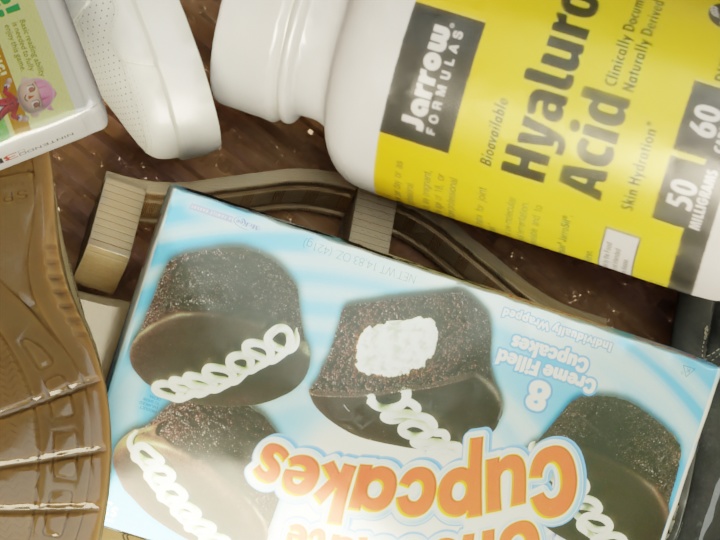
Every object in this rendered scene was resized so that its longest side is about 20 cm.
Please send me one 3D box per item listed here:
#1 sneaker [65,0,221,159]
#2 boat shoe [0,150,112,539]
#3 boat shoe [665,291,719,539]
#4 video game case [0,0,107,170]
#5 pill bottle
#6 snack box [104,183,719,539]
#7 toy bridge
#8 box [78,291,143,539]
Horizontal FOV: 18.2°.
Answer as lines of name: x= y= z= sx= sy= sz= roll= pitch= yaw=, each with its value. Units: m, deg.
sneaker: x=-0.136 y=-0.109 z=0.802 sx=0.115 sy=0.074 sz=0.201 roll=-25 pitch=76 yaw=-14
boat shoe: x=-0.120 y=0.031 z=0.749 sx=0.071 sy=0.065 sz=0.201 roll=-4 pitch=74 yaw=-7
boat shoe: x=0.126 y=0.088 z=0.826 sx=0.067 sy=0.072 sz=0.201 roll=12 pitch=80 yaw=30
video game case: x=-0.200 y=-0.103 z=0.746 sx=0.181 sy=0.022 sz=0.201 roll=-21 pitch=72 yaw=-3
pill bottle: x=0.053 y=-0.069 z=0.799 sx=0.199 sy=0.111 sz=0.112 roll=17 pitch=75 yaw=9
snack box: x=0.012 y=0.056 z=0.773 sx=0.199 sy=0.037 sz=0.117 roll=18 pitch=92 yaw=-8
toy bridge: x=0.000 y=0.000 z=0.817 sx=0.199 sy=0.027 sz=0.067 roll=16 pitch=53 yaw=-8
box: x=-0.051 y=0.098 z=0.797 sx=0.199 sy=0.021 sz=0.164 roll=12 pitch=76 yaw=-9
